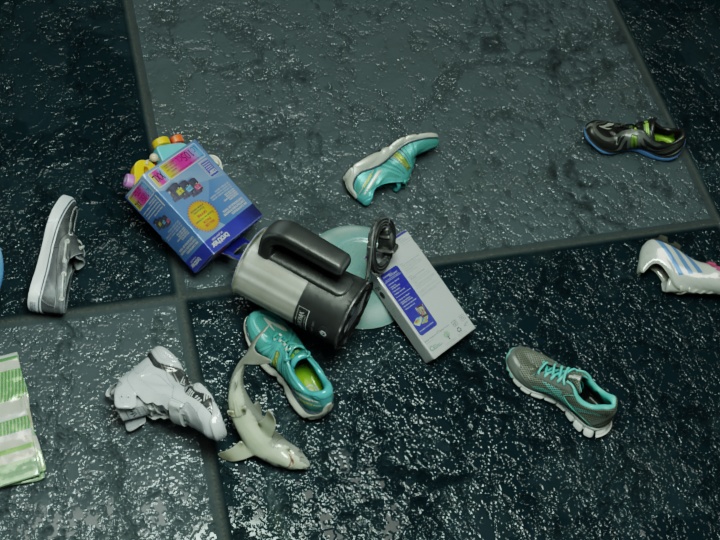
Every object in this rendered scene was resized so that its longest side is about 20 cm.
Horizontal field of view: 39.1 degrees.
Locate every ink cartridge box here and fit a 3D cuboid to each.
[{"bbox_3d":[-0.255,-0.092,1.631,0.200,0.076,0.136,49,47,-4],"label":"ink cartridge box"},{"bbox_3d":[0.090,0.041,1.642,0.099,0.039,0.200,-32,87,-27],"label":"ink cartridge box"}]

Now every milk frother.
[{"bbox_3d":[-0.062,-0.015,1.557,0.188,0.181,0.200,28,35,10],"label":"milk frother"}]

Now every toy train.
[{"bbox_3d":[-0.318,-0.134,1.697,0.150,0.056,0.200,35,48,-15],"label":"toy train"}]

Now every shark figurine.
[{"bbox_3d":[-0.158,0.196,1.499,0.128,0.215,0.090,-11,16,15],"label":"shark figurine"}]

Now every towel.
[{"bbox_3d":[-0.546,0.224,1.455,0.152,0.023,0.200,-13,64,-17],"label":"towel"}]

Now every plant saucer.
[{"bbox_3d":[0.000,0.000,1.680,0.200,0.039,0.201,5,59,-8],"label":"plant saucer"}]

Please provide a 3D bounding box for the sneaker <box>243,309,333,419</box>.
[{"bbox_3d":[-0.103,0.132,1.550,0.077,0.080,0.200,-31,68,-26],"label":"sneaker"}]

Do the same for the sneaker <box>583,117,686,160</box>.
[{"bbox_3d":[0.516,-0.259,1.906,0.199,0.083,0.071,7,58,-6],"label":"sneaker"}]

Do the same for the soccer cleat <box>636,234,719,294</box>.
[{"bbox_3d":[0.577,0.017,1.770,0.200,0.070,0.086,27,74,8],"label":"soccer cleat"}]

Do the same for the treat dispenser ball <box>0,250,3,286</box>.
[{"bbox_3d":[-0.624,-0.004,1.471,0.200,0.201,0.201,5,59,-8],"label":"treat dispenser ball"}]

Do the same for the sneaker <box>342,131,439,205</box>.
[{"bbox_3d":[0.061,-0.182,1.794,0.200,0.078,0.080,-32,89,-21],"label":"sneaker"}]

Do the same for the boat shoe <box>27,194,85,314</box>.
[{"bbox_3d":[-0.463,-0.025,1.589,0.068,0.072,0.200,9,61,-3],"label":"boat shoe"}]

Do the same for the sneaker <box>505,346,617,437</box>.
[{"bbox_3d":[0.324,0.176,1.605,0.200,0.091,0.078,34,58,10],"label":"sneaker"}]

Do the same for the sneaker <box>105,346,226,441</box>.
[{"bbox_3d":[-0.284,0.201,1.472,0.115,0.075,0.200,-34,51,-22],"label":"sneaker"}]
